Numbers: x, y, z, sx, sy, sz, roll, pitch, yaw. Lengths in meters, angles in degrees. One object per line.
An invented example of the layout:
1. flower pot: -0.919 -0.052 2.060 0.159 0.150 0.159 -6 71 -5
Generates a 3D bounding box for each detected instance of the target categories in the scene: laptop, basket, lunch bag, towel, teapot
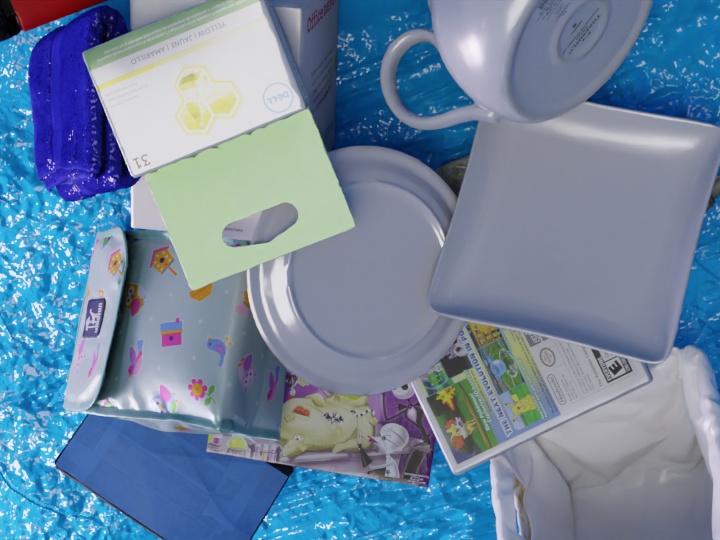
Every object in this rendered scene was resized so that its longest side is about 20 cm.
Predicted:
1. laptop: -0.133 0.130 1.610 0.187 0.116 0.200 34 114 -3
2. basket: 0.228 0.201 1.501 0.200 0.199 0.161 -18 141 17
3. lunch bag: -0.164 0.051 1.541 0.200 0.122 0.171 6 83 29
4. towel: -0.232 -0.133 1.478 0.049 0.200 0.148 -8 92 -23
5. teapot: 0.121 -0.219 1.405 0.146 0.200 0.198 40 144 32

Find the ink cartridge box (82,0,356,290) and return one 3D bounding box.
1. ink cartridge box: -0.105 -0.099 1.366 0.145 0.048 0.200 -21 95 6

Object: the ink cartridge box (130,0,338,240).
1. ink cartridge box: -0.102 -0.144 1.480 0.144 0.147 0.201 6 112 9

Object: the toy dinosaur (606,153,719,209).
1. toy dinosaur: 0.200 -0.059 1.508 0.200 0.047 0.088 -17 113 21

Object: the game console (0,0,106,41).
1. game console: -0.317 -0.303 1.534 0.172 0.119 0.200 -2 113 46

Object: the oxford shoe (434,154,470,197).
1. oxford shoe: 0.060 -0.030 1.544 0.200 0.058 0.075 -41 71 9

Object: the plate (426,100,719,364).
1. plate: 0.173 -0.037 1.435 0.199 0.032 0.200 13 77 18

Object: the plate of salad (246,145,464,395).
1. plate of salad: 0.000 0.000 1.450 0.200 0.048 0.201 -2 94 -22

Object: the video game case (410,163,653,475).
1. video game case: 0.116 0.040 1.487 0.182 0.022 0.200 -27 83 9

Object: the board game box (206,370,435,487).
1. board game box: -0.029 0.118 1.594 0.199 0.032 0.120 9 83 1
